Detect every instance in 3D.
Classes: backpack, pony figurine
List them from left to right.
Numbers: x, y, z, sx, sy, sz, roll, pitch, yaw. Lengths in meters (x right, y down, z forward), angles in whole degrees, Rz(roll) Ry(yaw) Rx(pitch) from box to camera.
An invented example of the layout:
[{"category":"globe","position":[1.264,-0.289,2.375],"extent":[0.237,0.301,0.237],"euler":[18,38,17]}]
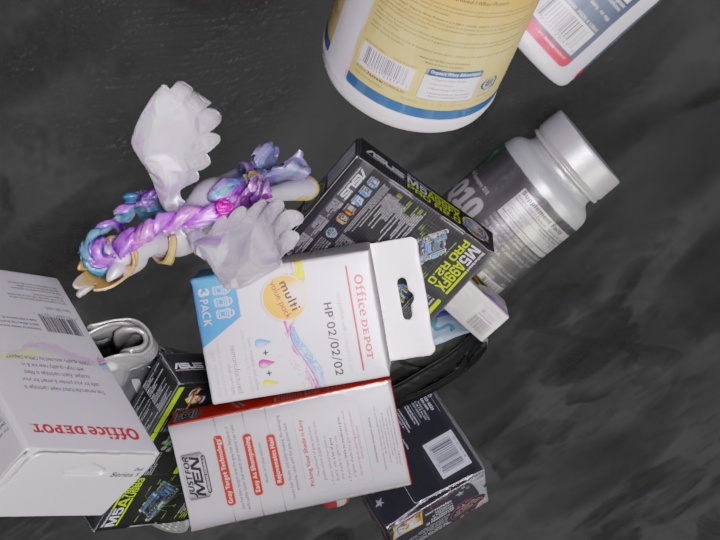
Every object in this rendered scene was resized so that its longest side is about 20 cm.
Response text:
[{"category":"pony figurine","position":[-0.123,-0.049,1.211],"extent":[0.193,0.167,0.200],"euler":[-39,171,33]},{"category":"backpack","position":[0.035,0.081,1.596],"extent":[0.200,0.154,0.163],"euler":[-13,152,5]}]

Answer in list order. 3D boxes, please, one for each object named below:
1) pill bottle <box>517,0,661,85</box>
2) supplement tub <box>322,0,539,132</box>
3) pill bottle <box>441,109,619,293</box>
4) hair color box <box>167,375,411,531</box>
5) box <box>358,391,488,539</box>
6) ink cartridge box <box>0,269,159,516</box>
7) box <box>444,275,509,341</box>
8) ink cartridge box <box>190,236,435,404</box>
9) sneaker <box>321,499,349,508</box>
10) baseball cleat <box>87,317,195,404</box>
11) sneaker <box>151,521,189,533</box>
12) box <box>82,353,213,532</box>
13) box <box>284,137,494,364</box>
[{"category":"pill bottle","position":[0.201,-0.259,1.229],"extent":[0.200,0.120,0.120],"euler":[-41,152,14]},{"category":"supplement tub","position":[0.062,-0.217,1.118],"extent":[0.145,0.145,0.200],"euler":[-16,148,-31]},{"category":"pill bottle","position":[0.152,-0.061,1.502],"extent":[0.200,0.113,0.113],"euler":[-40,152,11]},{"category":"hair color box","position":[-0.062,0.158,1.340],"extent":[0.200,0.102,0.061],"euler":[-11,-172,-2]},{"category":"box","position":[0.041,0.196,1.700],"extent":[0.132,0.200,0.115],"euler":[-29,154,-8]},{"category":"ink cartridge box","position":[-0.274,0.096,1.199],"extent":[0.084,0.200,0.145],"euler":[-47,150,21]},{"category":"box","position":[0.060,-0.012,1.432],"extent":[0.200,0.039,0.041],"euler":[41,106,-19]},{"category":"ink cartridge box","position":[-0.039,0.042,1.328],"extent":[0.200,0.115,0.068],"euler":[-10,-174,3]},{"category":"sneaker","position":[-0.089,0.184,1.448],"extent":[0.115,0.078,0.200],"euler":[-29,134,-3]},{"category":"baseball cleat","position":[-0.199,0.091,1.407],"extent":[0.200,0.070,0.106],"euler":[-1,148,-47]},{"category":"sneaker","position":[-0.217,0.187,1.552],"extent":[0.200,0.078,0.079],"euler":[72,32,-49]},{"category":"box","position":[-0.152,0.164,1.457],"extent":[0.193,0.048,0.200],"euler":[3,128,-43]},{"category":"box","position":[0.000,0.000,1.391],"extent":[0.160,0.044,0.200],"euler":[34,114,-17]}]
